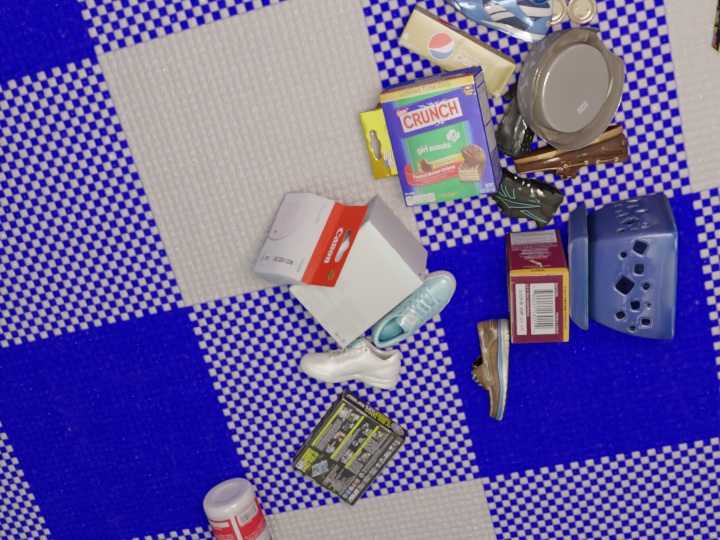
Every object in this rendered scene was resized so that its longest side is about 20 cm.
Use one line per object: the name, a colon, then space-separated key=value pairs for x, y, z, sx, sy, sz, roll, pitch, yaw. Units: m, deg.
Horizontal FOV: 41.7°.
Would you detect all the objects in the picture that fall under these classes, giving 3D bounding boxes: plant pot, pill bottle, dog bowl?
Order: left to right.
pill bottle: x=-0.251 y=0.554 z=2.002 sx=0.110 sy=0.113 sz=0.203 roll=-13 pitch=110 yaw=12
dog bowl: x=0.344 y=-0.304 z=1.564 sx=0.197 sy=0.059 sz=0.204 roll=-12 pitch=117 yaw=-25
plant pot: x=0.450 y=-0.010 z=1.647 sx=0.176 sy=0.201 sz=0.204 roll=0 pitch=113 yaw=13

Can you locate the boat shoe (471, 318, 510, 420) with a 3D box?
boat shoe: x=0.250 y=0.189 z=1.821 sx=0.071 sy=0.072 sz=0.205 roll=3 pitch=103 yaw=11

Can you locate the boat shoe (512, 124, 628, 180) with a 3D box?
boat shoe: x=0.367 y=-0.193 z=1.645 sx=0.196 sy=0.071 sz=0.072 roll=-14 pitch=106 yaw=12

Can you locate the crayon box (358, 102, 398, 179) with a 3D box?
crayon box: x=0.106 y=-0.245 z=1.666 sx=0.196 sy=0.051 sz=0.129 roll=-10 pitch=111 yaw=10

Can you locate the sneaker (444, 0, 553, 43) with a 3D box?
sneaker: x=0.225 y=-0.439 z=1.546 sx=0.196 sy=0.074 sz=0.083 roll=16 pitch=115 yaw=-10

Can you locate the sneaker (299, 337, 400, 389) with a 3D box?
sneaker: x=-0.018 y=0.169 z=1.840 sx=0.196 sy=0.076 sz=0.090 roll=7 pitch=117 yaw=-7

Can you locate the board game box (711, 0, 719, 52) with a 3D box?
board game box: x=0.678 y=-0.437 z=1.516 sx=0.195 sy=0.057 sz=0.169 roll=1 pitch=113 yaw=6

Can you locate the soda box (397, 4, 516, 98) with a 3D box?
soda box: x=0.164 y=-0.370 z=1.599 sx=0.197 sy=0.068 sz=0.065 roll=27 pitch=112 yaw=-5

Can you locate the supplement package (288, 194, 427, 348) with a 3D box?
supplement package: x=0.000 y=0.000 z=1.725 sx=0.199 sy=0.151 sz=0.152 roll=-39 pitch=103 yaw=20

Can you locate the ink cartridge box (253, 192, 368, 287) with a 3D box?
ink cartridge box: x=-0.091 y=-0.057 z=1.666 sx=0.057 sy=0.198 sz=0.165 roll=33 pitch=72 yaw=-32

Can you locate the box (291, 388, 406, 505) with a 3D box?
box: x=-0.024 y=0.363 z=1.934 sx=0.159 sy=0.044 sz=0.201 roll=34 pitch=112 yaw=-7

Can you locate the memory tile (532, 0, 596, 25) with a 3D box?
memory tile: x=0.296 y=-0.483 z=1.565 sx=0.195 sy=0.017 sz=0.156 roll=0 pitch=112 yaw=6

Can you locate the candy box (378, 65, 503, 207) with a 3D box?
candy box: x=0.138 y=-0.224 z=1.592 sx=0.166 sy=0.077 sz=0.204 roll=-8 pitch=109 yaw=21

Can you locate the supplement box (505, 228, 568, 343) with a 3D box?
supplement box: x=0.310 y=0.024 z=1.670 sx=0.101 sy=0.201 sz=0.134 roll=-3 pitch=112 yaw=8

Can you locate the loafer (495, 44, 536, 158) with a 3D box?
loafer: x=0.277 y=-0.296 z=1.616 sx=0.070 sy=0.068 sz=0.204 roll=25 pitch=107 yaw=30

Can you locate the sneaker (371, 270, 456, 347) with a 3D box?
sneaker: x=0.102 y=0.083 z=1.784 sx=0.074 sy=0.082 sz=0.200 roll=43 pitch=111 yaw=-12

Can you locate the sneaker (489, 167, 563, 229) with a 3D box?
sneaker: x=0.260 y=-0.136 z=1.680 sx=0.197 sy=0.076 sz=0.080 roll=22 pitch=116 yaw=-2
